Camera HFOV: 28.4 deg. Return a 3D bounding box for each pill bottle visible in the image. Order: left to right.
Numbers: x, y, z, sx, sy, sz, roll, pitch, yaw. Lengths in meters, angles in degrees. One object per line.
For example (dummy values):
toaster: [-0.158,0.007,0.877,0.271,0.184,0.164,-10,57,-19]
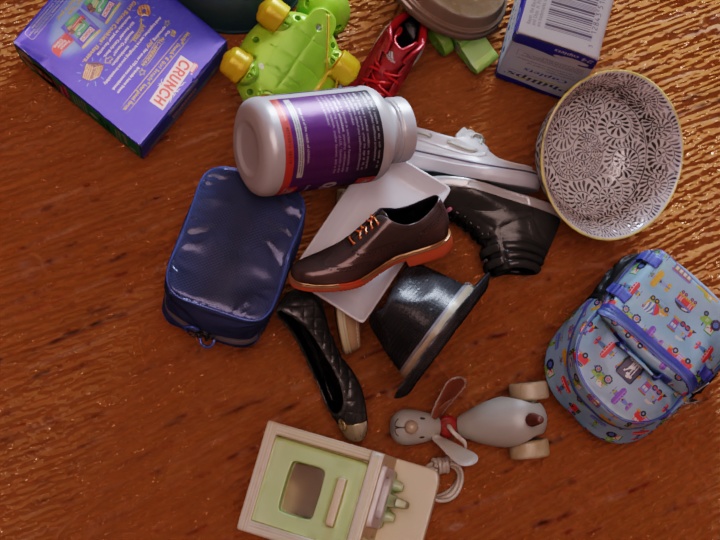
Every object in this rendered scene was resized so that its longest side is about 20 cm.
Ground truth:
pill bottle: [-0.039,-0.151,1.634,0.199,0.112,0.113,-9,83,-26]

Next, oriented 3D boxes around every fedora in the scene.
fedora: [0.067,0.054,1.649,0.091,0.201,0.201,37,82,5]

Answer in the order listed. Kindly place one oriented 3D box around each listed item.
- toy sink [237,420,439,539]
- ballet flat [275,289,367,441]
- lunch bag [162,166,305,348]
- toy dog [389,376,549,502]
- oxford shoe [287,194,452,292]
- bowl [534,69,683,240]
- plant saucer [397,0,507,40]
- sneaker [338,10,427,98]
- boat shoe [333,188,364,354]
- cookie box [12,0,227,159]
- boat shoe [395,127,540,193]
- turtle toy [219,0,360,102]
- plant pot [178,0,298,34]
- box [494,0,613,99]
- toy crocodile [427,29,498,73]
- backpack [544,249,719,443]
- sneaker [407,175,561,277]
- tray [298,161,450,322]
toy sink: [-0.023,0.264,1.640,0.199,0.112,0.131,16,82,12]
ballet flat: [-0.047,0.116,1.687,0.057,0.066,0.201,-32,103,-36]
lunch bag: [-0.152,-0.004,1.676,0.135,0.132,0.201,21,70,-2]
toy dog: [0.143,0.185,1.688,0.199,0.096,0.133,-24,84,-6]
oxford shoe: [0.007,-0.034,1.621,0.199,0.071,0.073,-20,126,-15]
bowl: [0.282,-0.143,1.725,0.199,0.094,0.202,-4,100,-23]
plant saucer: [0.104,-0.373,1.737,0.199,0.029,0.201,16,58,-27]
sneaker: [0.018,-0.234,1.724,0.078,0.116,0.201,25,82,0]
boat shoe: [0.000,0.000,1.716,0.064,0.071,0.202,1,81,-2]
cookie box: [-0.289,-0.266,1.731,0.200,0.075,0.171,39,82,2]
boat shoe: [0.125,-0.143,1.739,0.198,0.074,0.067,11,84,-1]
turtle toy: [-0.078,-0.262,1.727,0.145,0.101,0.201,36,83,-13]
plant pot: [-0.154,-0.408,1.701,0.198,0.188,0.202,0,82,-3]
box: [0.242,-0.324,1.706,0.104,0.200,0.185,16,82,1]
toy crocodile: [0.101,-0.334,1.769,0.067,0.062,0.201,-32,86,-6]
backpack: [0.325,0.097,1.685,0.200,0.135,0.183,-43,88,-12]
sneaker: [0.144,-0.050,1.730,0.198,0.071,0.100,14,77,-6]
tray: [0.012,-0.042,1.685,0.107,0.022,0.201,31,73,7]
